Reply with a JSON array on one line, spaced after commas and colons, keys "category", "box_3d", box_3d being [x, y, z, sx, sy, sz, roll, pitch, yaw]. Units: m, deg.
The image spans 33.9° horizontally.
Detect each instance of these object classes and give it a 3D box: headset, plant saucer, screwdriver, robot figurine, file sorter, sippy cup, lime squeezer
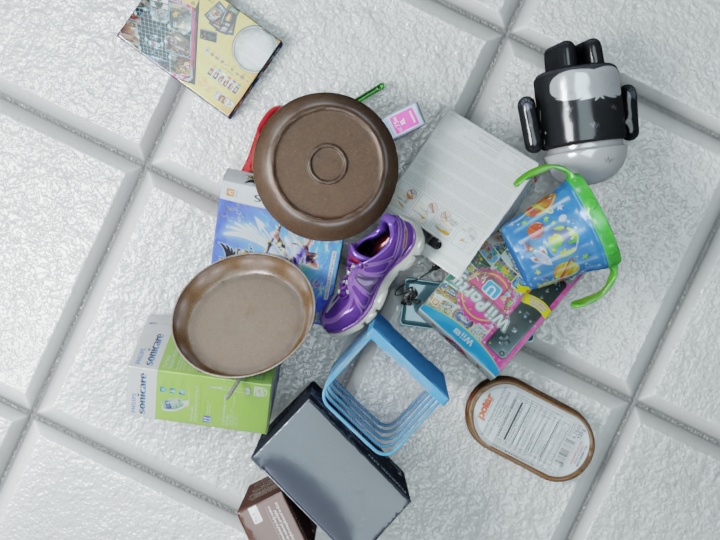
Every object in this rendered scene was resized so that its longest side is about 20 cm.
[{"category": "headset", "box_3d": [0.096, -0.046, 1.682, 0.122, 0.094, 0.202, 19, 79, 4]}, {"category": "plant saucer", "box_3d": [-0.045, -0.141, 1.583, 0.198, 0.034, 0.203, 0, 89, -4]}, {"category": "plant saucer", "box_3d": [-0.156, 0.065, 1.599, 0.198, 0.032, 0.202, -5, 55, 7]}, {"category": "screwdriver", "box_3d": [-0.137, 0.109, 1.609, 0.029, 0.200, 0.028, -23, 113, 31]}, {"category": "robot figurine", "box_3d": [0.309, -0.221, 1.669, 0.149, 0.125, 0.202, -7, 92, 23]}, {"category": "plant saucer", "box_3d": [0.159, 0.057, 1.726, 0.198, 0.019, 0.071, 8, 92, 1]}, {"category": "file sorter", "box_3d": [0.030, 0.157, 1.640, 0.139, 0.200, 0.123, 43, 95, -1]}, {"category": "sippy cup", "box_3d": [0.267, -0.043, 1.609, 0.129, 0.140, 0.179, -27, 64, 5]}, {"category": "lime squeezer", "box_3d": [-0.048, -0.210, 1.681, 0.199, 0.070, 0.038, -35, 115, -36]}]

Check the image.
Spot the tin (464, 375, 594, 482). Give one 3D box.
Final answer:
[{"category": "tin", "box_3d": [0.248, 0.230, 1.722, 0.199, 0.042, 0.113, 27, 87, -1]}]

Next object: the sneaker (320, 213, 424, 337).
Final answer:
[{"category": "sneaker", "box_3d": [0.000, 0.000, 1.623, 0.083, 0.081, 0.201, 22, 110, -41]}]

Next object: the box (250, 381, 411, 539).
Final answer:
[{"category": "box", "box_3d": [-0.039, 0.272, 1.641, 0.197, 0.200, 0.117, 45, 91, -2]}]

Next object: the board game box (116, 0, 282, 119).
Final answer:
[{"category": "board game box", "box_3d": [-0.231, -0.333, 1.707, 0.199, 0.035, 0.136, 36, 91, -1]}]

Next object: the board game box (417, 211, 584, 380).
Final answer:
[{"category": "board game box", "box_3d": [0.200, 0.033, 1.686, 0.147, 0.064, 0.200, 41, 84, 5]}]

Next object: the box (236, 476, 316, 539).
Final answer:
[{"category": "box", "box_3d": [-0.113, 0.345, 1.641, 0.074, 0.200, 0.101, -26, 91, 1]}]

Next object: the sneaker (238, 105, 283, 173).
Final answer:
[{"category": "sneaker", "box_3d": [-0.144, -0.141, 1.671, 0.078, 0.116, 0.202, 12, 90, 1]}]

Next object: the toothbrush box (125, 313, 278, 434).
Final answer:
[{"category": "toothbrush box", "box_3d": [-0.215, 0.142, 1.655, 0.198, 0.146, 0.087, 8, 118, -2]}]

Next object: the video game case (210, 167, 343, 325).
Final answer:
[{"category": "video game case", "box_3d": [-0.117, -0.030, 1.666, 0.179, 0.046, 0.202, 12, 120, 1]}]

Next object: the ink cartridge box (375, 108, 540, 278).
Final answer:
[{"category": "ink cartridge box", "box_3d": [0.137, -0.105, 1.672, 0.162, 0.050, 0.201, 34, 86, 18]}]

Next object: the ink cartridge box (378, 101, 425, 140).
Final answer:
[{"category": "ink cartridge box", "box_3d": [-0.007, -0.176, 1.668, 0.198, 0.119, 0.042, -24, 95, 0]}]
